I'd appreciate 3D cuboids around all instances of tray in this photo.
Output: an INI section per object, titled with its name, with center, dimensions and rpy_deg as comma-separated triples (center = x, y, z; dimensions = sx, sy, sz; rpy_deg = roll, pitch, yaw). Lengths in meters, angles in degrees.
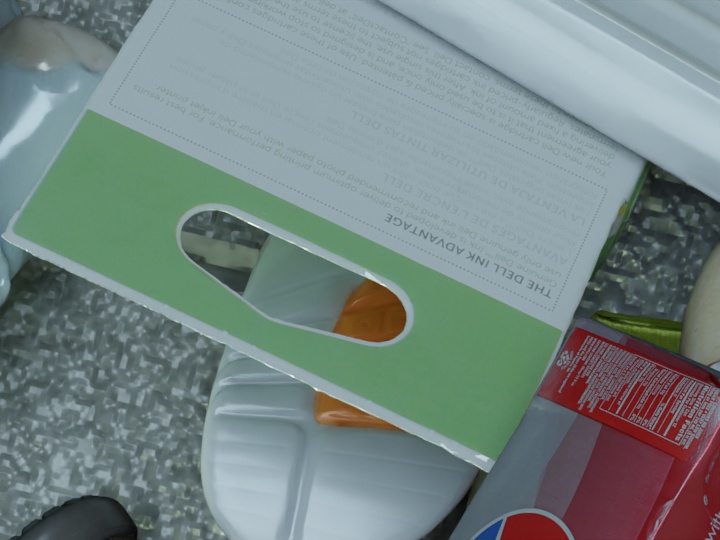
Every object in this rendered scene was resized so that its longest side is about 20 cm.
[tray]
center = 0.092, -0.077, 0.777
dimensions = 0.199, 0.022, 0.107
rpy_deg = 31, 51, 9

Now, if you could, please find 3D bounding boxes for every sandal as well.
[sandal]
center = 0.008, 0.002, 0.819
dimensions = 0.079, 0.059, 0.208
rpy_deg = 15, 60, 0

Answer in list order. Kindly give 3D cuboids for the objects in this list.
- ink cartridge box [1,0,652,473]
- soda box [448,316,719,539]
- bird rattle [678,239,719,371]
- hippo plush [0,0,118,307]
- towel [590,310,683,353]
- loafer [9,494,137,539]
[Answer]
[ink cartridge box]
center = 0.005, -0.039, 0.770
dimensions = 0.145, 0.048, 0.200
rpy_deg = 25, 55, 3
[soda box]
center = 0.040, 0.117, 0.650
dimensions = 0.063, 0.070, 0.201
rpy_deg = 24, 80, 55
[bird rattle]
center = 0.141, 0.045, 0.770
dimensions = 0.199, 0.113, 0.164
rpy_deg = 12, 64, 12
[hippo plush]
center = -0.165, -0.041, 0.770
dimensions = 0.159, 0.161, 0.201
rpy_deg = 15, 66, 19
[towel]
center = 0.158, 0.066, 0.807
dimensions = 0.199, 0.018, 0.087
rpy_deg = 8, 80, 8
[loafer]
center = -0.125, 0.153, 0.793
dimensions = 0.200, 0.073, 0.071
rpy_deg = -44, 77, -3
